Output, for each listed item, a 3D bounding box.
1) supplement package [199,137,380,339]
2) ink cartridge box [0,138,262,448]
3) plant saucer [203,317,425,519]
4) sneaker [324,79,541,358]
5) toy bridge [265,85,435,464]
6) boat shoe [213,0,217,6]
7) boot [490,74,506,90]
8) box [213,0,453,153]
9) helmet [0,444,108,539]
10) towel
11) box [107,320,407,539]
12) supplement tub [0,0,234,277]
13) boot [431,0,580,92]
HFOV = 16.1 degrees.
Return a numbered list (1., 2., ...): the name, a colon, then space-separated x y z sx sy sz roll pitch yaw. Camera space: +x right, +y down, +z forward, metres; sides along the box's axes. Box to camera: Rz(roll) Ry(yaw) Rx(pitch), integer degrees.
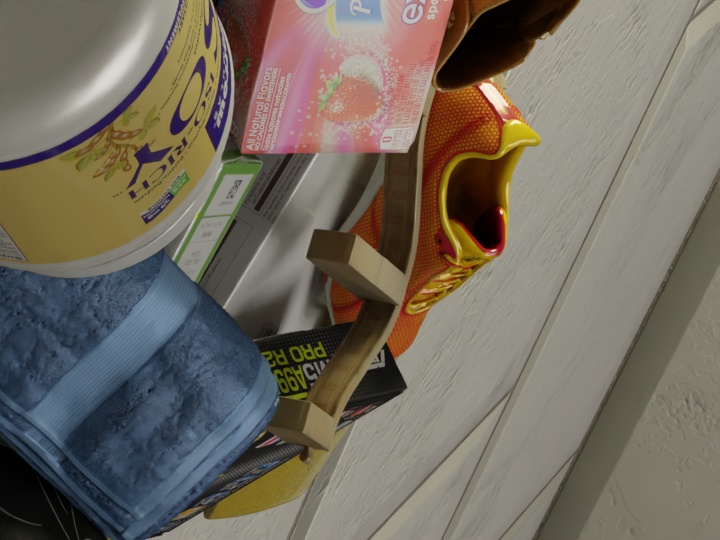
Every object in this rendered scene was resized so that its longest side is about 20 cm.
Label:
1. supplement package: -0.070 -0.033 1.363 0.156 0.111 0.200 -58 166 0
2. ink cartridge box: -0.141 0.008 1.206 0.200 0.104 0.059 -61 166 12
3. plant saucer: -0.017 0.043 1.528 0.200 0.048 0.200 -56 -170 18
4. sneaker: 0.034 -0.014 1.342 0.073 0.077 0.200 -19 146 -33
5. toy bridge: 0.000 0.000 1.262 0.067 0.027 0.201 39 64 -57
6. boat shoe: -0.082 -0.176 1.104 0.075 0.062 0.200 -48 162 -32
7. boot: 0.021 -0.158 1.387 0.075 0.201 0.107 -25 149 29
8. box: -0.012 -0.162 1.175 0.094 0.103 0.201 -3 125 -28
9. helmet: -0.196 0.172 1.189 0.199 0.191 0.201 -10 113 -24
10. towel: -0.126 0.029 1.128 0.112 0.049 0.200 -43 122 -1
11. box: -0.097 0.094 1.325 0.200 0.044 0.160 -33 166 33
12. supplement tub: -0.125 -0.083 0.969 0.146 0.145 0.200 -56 167 -10
13. boot: 0.032 -0.148 1.246 0.201 0.071 0.145 -31 -130 45
